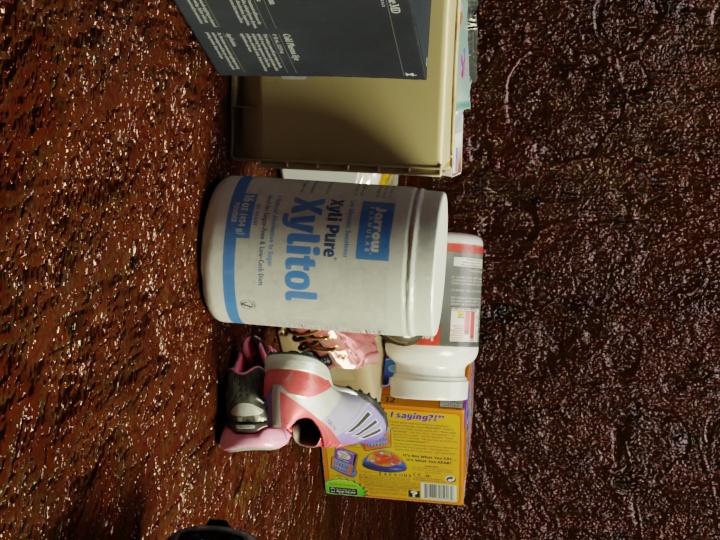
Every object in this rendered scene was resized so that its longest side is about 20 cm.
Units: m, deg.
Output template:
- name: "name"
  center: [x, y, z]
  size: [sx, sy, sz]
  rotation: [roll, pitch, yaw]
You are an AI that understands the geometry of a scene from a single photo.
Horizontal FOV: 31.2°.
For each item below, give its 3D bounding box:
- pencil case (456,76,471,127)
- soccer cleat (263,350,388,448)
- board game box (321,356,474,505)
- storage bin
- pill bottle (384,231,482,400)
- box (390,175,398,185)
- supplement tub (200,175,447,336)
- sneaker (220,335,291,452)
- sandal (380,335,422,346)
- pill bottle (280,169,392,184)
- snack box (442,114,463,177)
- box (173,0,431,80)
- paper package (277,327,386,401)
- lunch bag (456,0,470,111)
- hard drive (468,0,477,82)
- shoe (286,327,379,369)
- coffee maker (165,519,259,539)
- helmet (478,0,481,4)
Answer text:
- name: "pencil case"
  center: [0.021, -0.204, 1.388]
  size: [0.091, 0.200, 0.083]
  rotation: [-75, -174, -71]
- name: "soccer cleat"
  center: [-0.034, 0.138, 1.199]
  size: [0.200, 0.068, 0.073]
  rotation: [44, 48, -56]
- name: "board game box"
  center: [0.057, 0.186, 1.831]
  size: [0.200, 0.200, 0.200]
  rotation: [-78, 169, -47]
- name: "storage bin"
  center: [-0.012, -0.192, 1.172]
  size: [0.094, 0.198, 0.200]
  rotation: [-57, 150, -76]
- name: "pill bottle"
  center: [0.088, 0.055, 1.569]
  size: [0.116, 0.116, 0.200]
  rotation: [19, 73, -82]
- name: "box"
  center: [0.030, -0.174, 2.051]
  size: [0.200, 0.048, 0.117]
  rotation: [-65, 158, -75]
- name: "supplement tub"
  center: [-0.029, -0.013, 1.124]
  size: [0.132, 0.200, 0.132]
  rotation: [3, 90, -82]
- name: "sneaker"
  center: [-0.089, 0.104, 1.249]
  size: [0.200, 0.079, 0.095]
  rotation: [-59, 140, -76]
- name: "sandal"
  center: [0.000, 0.000, 1.412]
  size: [0.082, 0.200, 0.055]
  rotation: [-41, 175, -39]
- name: "pill bottle"
  center: [-0.027, -0.118, 1.417]
  size: [0.200, 0.111, 0.111]
  rotation: [-44, 137, -78]
- name: "snack box"
  center: [0.029, -0.162, 1.521]
  size: [0.024, 0.200, 0.072]
  rotation: [-26, 122, -50]
- name: "box"
  center: [-0.041, -0.233, 1.007]
  size: [0.200, 0.182, 0.104]
  rotation: [64, 30, -75]
- name: "paper package"
  center: [-0.025, 0.050, 1.540]
  size: [0.200, 0.103, 0.191]
  rotation: [81, 15, -55]
- name: "lunch bag"
  center: [0.001, -0.237, 1.280]
  size: [0.122, 0.200, 0.170]
  rotation: [-26, 117, -65]
- name: "hard drive"
  center: [0.033, -0.265, 1.469]
  size: [0.140, 0.200, 0.038]
  rotation: [84, -5, -46]
- name: "shoe"
  center: [-0.043, 0.056, 1.303]
  size: [0.200, 0.071, 0.091]
  rotation: [1, 91, -54]
- name: "coffee maker"
  center: [-0.132, 0.277, 0.867]
  size: [0.192, 0.135, 0.200]
  rotation: [-63, 170, 0]
- name: "helmet"
  center: [0.046, -0.319, 1.578]
  size: [0.200, 0.191, 0.200]
  rotation: [43, 31, -34]
